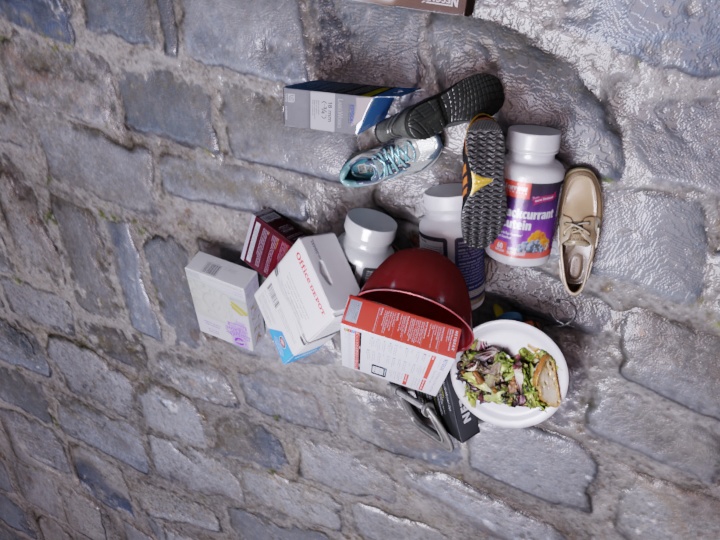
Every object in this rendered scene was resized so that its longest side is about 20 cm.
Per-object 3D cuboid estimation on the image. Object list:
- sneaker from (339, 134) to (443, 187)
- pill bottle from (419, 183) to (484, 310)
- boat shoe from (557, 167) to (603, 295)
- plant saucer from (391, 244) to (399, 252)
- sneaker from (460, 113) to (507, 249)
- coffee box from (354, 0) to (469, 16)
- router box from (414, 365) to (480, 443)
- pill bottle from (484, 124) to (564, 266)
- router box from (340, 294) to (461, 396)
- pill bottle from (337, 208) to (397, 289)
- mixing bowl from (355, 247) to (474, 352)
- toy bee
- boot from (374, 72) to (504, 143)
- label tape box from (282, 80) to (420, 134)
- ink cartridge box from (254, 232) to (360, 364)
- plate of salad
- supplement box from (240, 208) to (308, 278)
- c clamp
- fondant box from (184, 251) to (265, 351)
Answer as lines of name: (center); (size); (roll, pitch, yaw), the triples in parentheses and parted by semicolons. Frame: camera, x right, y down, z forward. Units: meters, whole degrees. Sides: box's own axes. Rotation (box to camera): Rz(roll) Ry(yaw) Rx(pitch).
sneaker: (0.050, -0.185, 0.951); (0.195, 0.086, 0.079); (-17, 106, 27)
pill bottle: (0.159, -0.040, 0.951); (0.112, 0.116, 0.206); (3, 113, 20)
boat shoe: (0.357, -0.061, 0.891); (0.069, 0.065, 0.206); (0, 112, 21)
plant saucer: (0.020, 0.021, 1.083); (0.194, 0.032, 0.206); (8, 114, 18)
sneaker: (0.190, -0.138, 0.847); (0.068, 0.091, 0.206); (1, 117, 10)
coffee box: (0.080, -0.458, 0.827); (0.195, 0.080, 0.118); (16, 117, 15)
router box: (0.148, 0.205, 1.047); (0.148, 0.050, 0.206); (22, 131, 62)
pill bottle: (0.263, -0.121, 0.877); (0.108, 0.112, 0.206); (9, 115, 18)
router box: (0.056, 0.127, 0.879); (0.174, 0.050, 0.201); (17, 153, 7)
pill bottle: (0.000, 0.000, 0.998); (0.113, 0.116, 0.205); (20, 117, 12)
mixing bowl: (0.092, 0.037, 0.863); (0.194, 0.111, 0.202); (15, 153, 8)
toy bee: (0.282, 0.128, 0.975); (0.195, 0.135, 0.109); (2, 157, 28)
boot: (0.123, -0.261, 0.887); (0.130, 0.196, 0.070); (23, 134, 63)
label tape box: (-0.012, -0.270, 0.906); (0.194, 0.144, 0.065); (11, 116, 17)
ink cartridge box: (-0.092, 0.051, 0.965); (0.200, 0.083, 0.149); (-42, 68, 44)
plate of salad: (0.246, 0.182, 0.921); (0.194, 0.048, 0.206); (7, 112, 17)
supplement box: (-0.140, -0.022, 1.092); (0.198, 0.060, 0.111); (36, 122, 18)
c clamp: (0.109, 0.276, 1.095); (0.199, 0.027, 0.174); (21, 139, 61)
fondant box: (-0.286, 0.069, 1.178); (0.140, 0.059, 0.203); (18, 137, 14)
